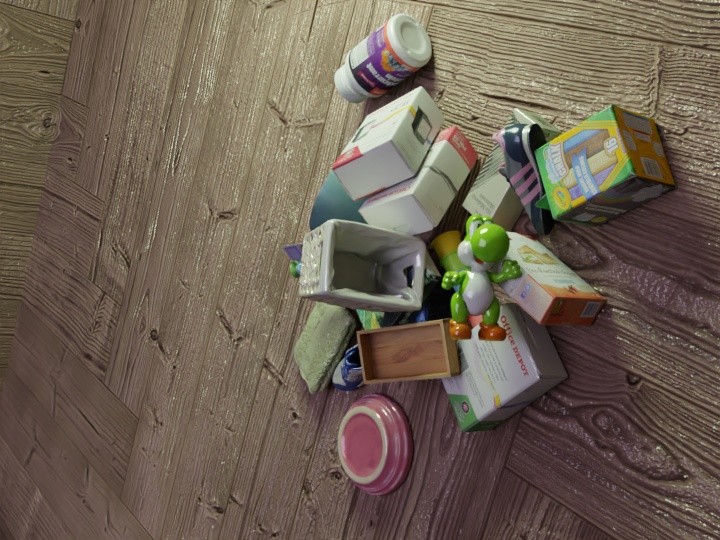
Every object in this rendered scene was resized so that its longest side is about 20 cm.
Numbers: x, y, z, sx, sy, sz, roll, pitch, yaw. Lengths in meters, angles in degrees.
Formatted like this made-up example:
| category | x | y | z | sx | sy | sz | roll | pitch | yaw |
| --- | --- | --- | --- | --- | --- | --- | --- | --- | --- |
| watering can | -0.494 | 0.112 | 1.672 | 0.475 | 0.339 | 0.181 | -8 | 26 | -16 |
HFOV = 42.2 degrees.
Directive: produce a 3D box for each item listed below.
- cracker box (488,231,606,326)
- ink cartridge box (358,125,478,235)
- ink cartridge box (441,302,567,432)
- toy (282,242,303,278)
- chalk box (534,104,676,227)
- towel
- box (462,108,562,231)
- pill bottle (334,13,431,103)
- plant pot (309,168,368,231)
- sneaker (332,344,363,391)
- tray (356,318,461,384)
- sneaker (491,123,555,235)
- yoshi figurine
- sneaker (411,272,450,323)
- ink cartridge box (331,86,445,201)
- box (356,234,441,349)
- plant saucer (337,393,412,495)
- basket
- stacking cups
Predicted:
| category | x | y | z | sx | sy | sz | roll | pitch | yaw |
| --- | --- | --- | --- | --- | --- | --- | --- | --- | --- |
| cracker box | 0.285 | 0.010 | 1.529 | 0.200 | 0.133 | 0.058 | 47 | 122 | 41 |
| ink cartridge box | 0.108 | -0.158 | 1.712 | 0.146 | 0.083 | 0.200 | -15 | 33 | 47 |
| ink cartridge box | 0.238 | 0.168 | 1.604 | 0.200 | 0.084 | 0.145 | -44 | 55 | 38 |
| toy | -0.066 | -0.005 | 1.860 | 0.199 | 0.115 | 0.047 | -6 | 38 | 44 |
| chalk box | 0.364 | -0.150 | 1.465 | 0.200 | 0.124 | 0.125 | -29 | 65 | 42 |
| towel | -0.081 | 0.150 | 1.996 | 0.201 | 0.036 | 0.148 | -63 | 37 | 21 |
| box | 0.264 | -0.173 | 1.624 | 0.082 | 0.068 | 0.201 | 47 | 119 | 41 |
| pill bottle | 0.039 | -0.418 | 1.880 | 0.200 | 0.111 | 0.112 | -28 | 65 | 44 |
| plant pot | 0.009 | -0.131 | 1.847 | 0.134 | 0.200 | 0.201 | 31 | 112 | 13 |
| sneaker | -0.010 | 0.184 | 1.888 | 0.200 | 0.088 | 0.076 | -41 | 58 | 40 |
| tray | 0.084 | 0.146 | 1.668 | 0.199 | 0.037 | 0.099 | -11 | 87 | 42 |
| sneaker | 0.275 | -0.152 | 1.554 | 0.082 | 0.070 | 0.201 | 5 | 123 | 36 |
| yoshi figurine | 0.191 | 0.010 | 1.466 | 0.111 | 0.112 | 0.201 | 1 | 87 | 35 |
| sneaker | 0.126 | 0.102 | 1.749 | 0.078 | 0.066 | 0.201 | 161 | 115 | -68 |
| ink cartridge box | 0.053 | -0.233 | 1.719 | 0.147 | 0.086 | 0.200 | -22 | 27 | 36 |
| box | 0.063 | 0.032 | 1.751 | 0.200 | 0.036 | 0.145 | -57 | 39 | 30 |
| plant saucer | 0.019 | 0.347 | 1.864 | 0.200 | 0.051 | 0.202 | -8 | 79 | 48 |
| basket | 0.000 | 0.000 | 1.655 | 0.123 | 0.199 | 0.136 | -17 | 66 | 59 |
| stacking cups | 0.194 | 0.023 | 1.694 | 0.061 | 0.060 | 0.201 | -45 | 56 | 36 |
